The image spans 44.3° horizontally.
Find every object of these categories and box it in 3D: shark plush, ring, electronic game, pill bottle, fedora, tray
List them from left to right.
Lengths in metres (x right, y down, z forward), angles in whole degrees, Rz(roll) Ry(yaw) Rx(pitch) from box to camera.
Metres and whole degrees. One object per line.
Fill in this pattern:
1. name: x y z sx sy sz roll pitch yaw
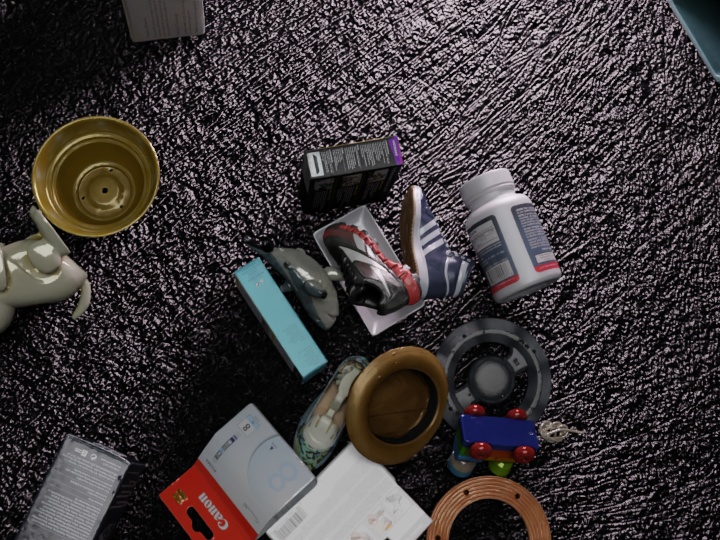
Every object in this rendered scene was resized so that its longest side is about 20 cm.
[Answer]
1. shark plush: -0.116 0.013 1.435 0.199 0.084 0.091 31 33 -1
2. tray: 0.013 0.000 1.477 0.107 0.022 0.201 -29 81 -11
3. fedora: 0.045 0.201 1.378 0.199 0.082 0.203 -10 107 -34
4. ring: 0.200 0.424 1.386 0.198 0.019 0.203 1 84 -6
5. electronic game: 0.212 0.178 1.443 0.198 0.042 0.202 0 83 -1
6. pill bottle: 0.242 -0.059 1.465 0.118 0.120 0.202 -18 79 -10

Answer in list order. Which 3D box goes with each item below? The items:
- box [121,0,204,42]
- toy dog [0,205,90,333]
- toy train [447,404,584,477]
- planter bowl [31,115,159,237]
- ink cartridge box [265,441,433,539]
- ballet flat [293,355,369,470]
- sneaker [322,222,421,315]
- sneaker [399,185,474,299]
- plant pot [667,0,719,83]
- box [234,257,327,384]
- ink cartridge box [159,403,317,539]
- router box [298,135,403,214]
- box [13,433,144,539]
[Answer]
1. box: -0.341 -0.522 1.477 0.129 0.200 0.201 -9 78 -10
2. toy dog: -0.541 0.020 1.374 0.199 0.139 0.195 -37 119 -14
3. toy train: 0.240 0.282 1.390 0.198 0.116 0.085 7 45 -11
4. planter bowl: -0.422 -0.141 1.436 0.198 0.084 0.203 1 77 -6
5. ink cartridge box: -0.018 0.393 1.367 0.200 0.045 0.176 -43 83 -13
6. ballet flat: -0.046 0.220 1.395 0.074 0.074 0.201 27 76 1
7. sneaker: 0.000 0.000 1.402 0.098 0.071 0.200 -35 62 -29
8. sneaker: 0.127 -0.044 1.477 0.107 0.070 0.202 4 66 -16
9. plant pot: 0.720 -0.493 1.588 0.199 0.196 0.197 -24 80 -21
10. box: -0.128 0.081 1.412 0.049 0.082 0.201 -33 82 -13
11. ink cartridge box: -0.189 0.327 1.345 0.200 0.047 0.160 -40 68 -14
12. router box: -0.021 -0.148 1.418 0.148 0.200 0.052 -10 80 -9
13. box: -0.411 0.352 1.285 0.103 0.148 0.202 24 75 1
